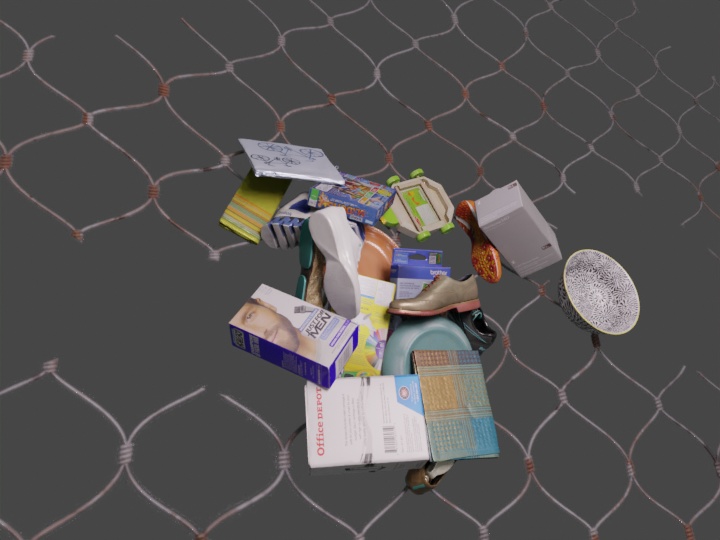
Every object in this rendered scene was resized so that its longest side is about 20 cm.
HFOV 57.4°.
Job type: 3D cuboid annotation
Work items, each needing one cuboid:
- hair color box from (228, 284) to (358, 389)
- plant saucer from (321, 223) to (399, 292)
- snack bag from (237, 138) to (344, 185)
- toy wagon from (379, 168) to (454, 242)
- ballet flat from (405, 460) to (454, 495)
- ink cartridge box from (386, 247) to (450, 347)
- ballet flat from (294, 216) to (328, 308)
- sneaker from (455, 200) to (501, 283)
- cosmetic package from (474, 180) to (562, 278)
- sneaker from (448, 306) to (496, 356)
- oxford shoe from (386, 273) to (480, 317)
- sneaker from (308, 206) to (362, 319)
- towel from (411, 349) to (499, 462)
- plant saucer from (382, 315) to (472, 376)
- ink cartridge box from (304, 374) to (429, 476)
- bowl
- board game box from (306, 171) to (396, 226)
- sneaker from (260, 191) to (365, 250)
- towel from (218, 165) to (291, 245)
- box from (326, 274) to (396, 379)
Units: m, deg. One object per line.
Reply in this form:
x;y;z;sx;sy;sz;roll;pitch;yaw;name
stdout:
-0.114;0.110;1.134;0.198;0.065;0.110;20;47;19;hair color box
0.000;0.000;1.309;0.198;0.037;0.202;10;60;-18;plant saucer
-0.135;-0.212;1.300;0.187;0.022;0.200;4;27;-24;snack bag
0.110;-0.135;1.427;0.199;0.040;0.156;-19;73;-30;toy wagon
0.158;0.323;1.186;0.200;0.072;0.068;-38;94;-35;ballet flat
0.114;0.059;1.277;0.118;0.042;0.202;3;88;-23;ink cartridge box
-0.082;0.001;1.213;0.065;0.070;0.202;2;104;-26;ballet flat
0.276;-0.068;1.448;0.077;0.073;0.202;0;67;-35;sneaker
0.338;-0.086;1.405;0.200;0.106;0.091;39;35;-38;cosmetic package
0.203;0.075;1.330;0.075;0.079;0.201;-25;76;-42;sneaker
0.134;0.046;1.230;0.198;0.070;0.076;-6;93;-31;oxford shoe
-0.024;-0.017;1.171;0.088;0.075;0.202;-26;106;-51;sneaker
0.169;0.239;1.179;0.145;0.022;0.202;4;61;-23;towel
0.138;0.181;1.237;0.198;0.036;0.202;3;83;-23;plant saucer
0.006;0.262;1.117;0.198;0.085;0.147;-2;63;-6;ink cartridge box
0.509;0.063;1.466;0.199;0.094;0.203;10;61;-19;bowl
-0.012;-0.145;1.288;0.134;0.035;0.200;19;21;8;board game box
-0.086;-0.102;1.271;0.197;0.081;0.116;3;46;15;sneaker
-0.203;-0.145;1.309;0.086;0.018;0.201;31;55;-12;towel
-0.009;0.112;1.215;0.116;0.048;0.202;15;75;-14;box
